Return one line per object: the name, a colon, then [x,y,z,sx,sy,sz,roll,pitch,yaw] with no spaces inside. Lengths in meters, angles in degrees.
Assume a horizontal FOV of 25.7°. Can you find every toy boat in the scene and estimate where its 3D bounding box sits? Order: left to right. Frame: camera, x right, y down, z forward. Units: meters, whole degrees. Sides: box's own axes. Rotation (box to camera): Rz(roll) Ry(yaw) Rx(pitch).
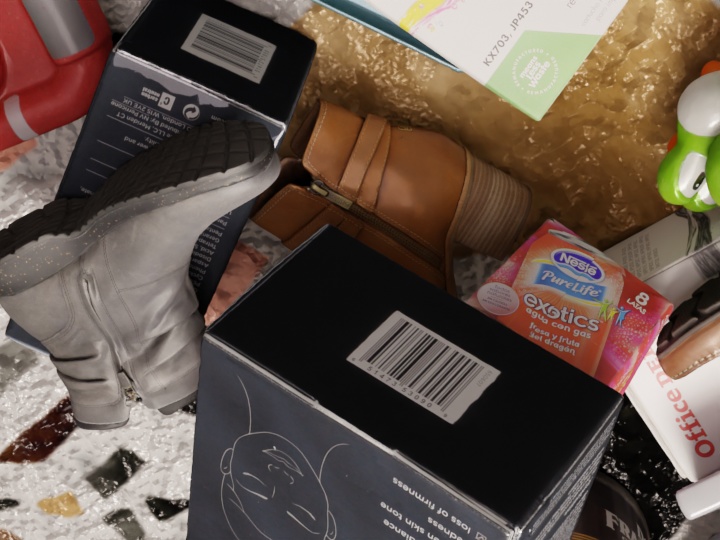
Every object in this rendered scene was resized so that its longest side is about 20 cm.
toy boat: [-0.253,-0.117,0.945,0.200,0.131,0.131,-20,112,14]

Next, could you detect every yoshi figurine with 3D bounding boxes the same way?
yoshi figurine: [0.248,-0.109,0.903,0.112,0.112,0.200,27,110,-1]

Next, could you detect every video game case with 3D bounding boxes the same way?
video game case: [0.305,0.100,0.985,0.200,0.182,0.022,-29,76,18]

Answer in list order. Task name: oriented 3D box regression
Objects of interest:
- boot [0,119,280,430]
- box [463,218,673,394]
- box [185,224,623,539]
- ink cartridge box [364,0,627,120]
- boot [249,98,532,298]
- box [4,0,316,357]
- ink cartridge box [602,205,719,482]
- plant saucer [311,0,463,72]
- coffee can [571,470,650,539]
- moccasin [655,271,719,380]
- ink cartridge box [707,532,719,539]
boot: [-0.103,0.006,0.870,0.200,0.070,0.132,-22,116,27]
box: [0.097,0.080,0.960,0.095,0.100,0.200,35,139,14]
box: [0.016,0.117,0.887,0.200,0.124,0.197,31,137,19]
ink cartridge box: [0.051,-0.191,0.899,0.200,0.067,0.117,33,103,-10]
boot: [0.000,0.000,0.994,0.155,0.077,0.200,21,111,-20]
box: [-0.118,-0.051,0.955,0.107,0.149,0.200,23,115,-6]
ink cartridge box: [0.257,0.020,0.992,0.200,0.083,0.147,-29,109,18]
plant saucer: [-0.011,-0.192,0.949,0.200,0.019,0.070,24,116,-8]
coffee can: [0.126,0.241,1.047,0.146,0.200,0.147,2,117,4]
moccasin: [0.266,0.016,0.907,0.201,0.074,0.078,-27,99,7]
ink cartridge box: [0.314,0.248,1.049,0.200,0.043,0.197,-42,82,34]
